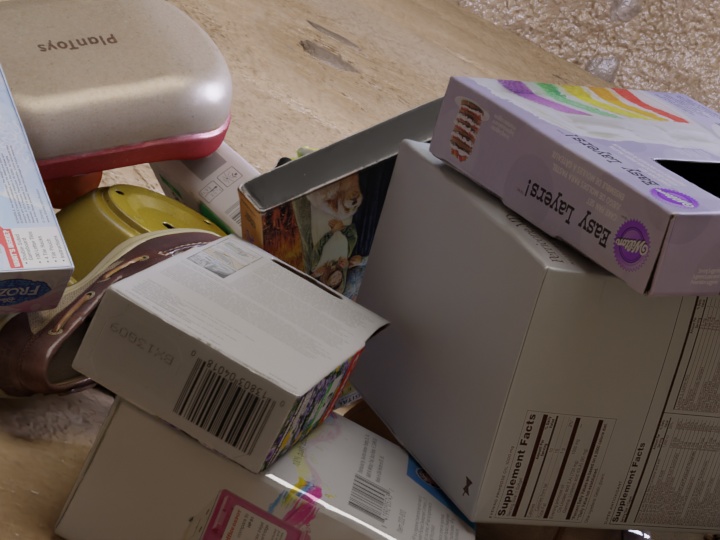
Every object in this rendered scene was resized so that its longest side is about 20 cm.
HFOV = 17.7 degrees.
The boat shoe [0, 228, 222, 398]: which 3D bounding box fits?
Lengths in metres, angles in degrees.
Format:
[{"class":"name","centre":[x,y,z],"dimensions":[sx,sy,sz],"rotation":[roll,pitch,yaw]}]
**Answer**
[{"class":"boat shoe","centre":[-0.125,0.027,1.292],"dimensions":[0.072,0.073,0.199],"rotation":[8,18,39]}]

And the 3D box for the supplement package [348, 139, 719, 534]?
[{"class":"supplement package","centre":[0.126,0.036,1.280],"dimensions":[0.199,0.148,0.191],"rotation":[6,21,-27]}]

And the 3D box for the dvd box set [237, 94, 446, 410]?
[{"class":"dvd box set","centre":[0.000,0.000,1.371],"dimensions":[0.146,0.201,0.029],"rotation":[-24,51,-20]}]

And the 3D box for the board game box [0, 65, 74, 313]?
[{"class":"board game box","centre":[-0.275,-0.061,1.225],"dimensions":[0.198,0.041,0.201],"rotation":[-3,54,-30]}]

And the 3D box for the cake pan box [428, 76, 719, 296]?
[{"class":"cake pan box","centre":[0.164,-0.043,1.228],"dimensions":[0.183,0.053,0.200],"rotation":[-1,25,-35]}]

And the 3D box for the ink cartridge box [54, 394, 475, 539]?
[{"class":"ink cartridge box","centre":[-0.045,0.122,1.200],"dimensions":[0.199,0.085,0.145],"rotation":[29,14,-3]}]

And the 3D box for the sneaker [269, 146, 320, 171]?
[{"class":"sneaker","centre":[-0.017,-0.056,1.601],"dimensions":[0.076,0.075,0.200],"rotation":[46,7,2]}]

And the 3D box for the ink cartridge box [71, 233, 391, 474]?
[{"class":"ink cartridge box","centre":[-0.060,0.038,1.192],"dimensions":[0.109,0.051,0.200],"rotation":[30,14,8]}]

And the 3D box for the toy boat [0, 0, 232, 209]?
[{"class":"toy boat","centre":[-0.180,-0.094,1.459],"dimensions":[0.199,0.131,0.131],"rotation":[-11,51,-29]}]

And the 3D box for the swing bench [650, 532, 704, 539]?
[{"class":"swing bench","centre":[0.205,0.130,1.529],"dimensions":[0.199,0.130,0.199],"rotation":[37,34,26]}]

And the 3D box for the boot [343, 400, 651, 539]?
[{"class":"boot","centre":[0.078,0.135,1.364],"dimensions":[0.146,0.071,0.200],"rotation":[21,2,-21]}]

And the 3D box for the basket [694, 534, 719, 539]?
[{"class":"basket","centre":[0.187,0.245,1.257],"dimensions":[0.143,0.148,0.200],"rotation":[60,13,-7]}]

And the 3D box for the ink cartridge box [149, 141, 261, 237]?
[{"class":"ink cartridge box","centre":[-0.056,0.007,1.543],"dimensions":[0.161,0.050,0.201],"rotation":[40,-19,39]}]

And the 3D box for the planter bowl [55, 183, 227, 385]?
[{"class":"planter bowl","centre":[-0.133,0.003,1.431],"dimensions":[0.199,0.084,0.201],"rotation":[26,15,-7]}]
